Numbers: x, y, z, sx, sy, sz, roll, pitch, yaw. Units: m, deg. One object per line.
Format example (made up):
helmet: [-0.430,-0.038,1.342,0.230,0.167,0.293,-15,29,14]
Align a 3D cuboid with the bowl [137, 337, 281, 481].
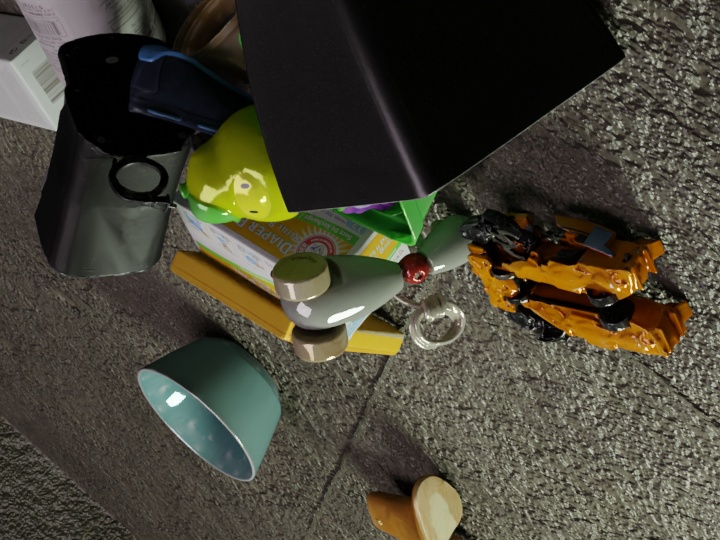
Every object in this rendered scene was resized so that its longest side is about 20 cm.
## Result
bowl: [-0.178,0.163,2.187,0.200,0.105,0.201,36,156,19]

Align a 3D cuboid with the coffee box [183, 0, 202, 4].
coffee box: [-0.159,-0.317,1.399,0.123,0.044,0.201,4,130,58]

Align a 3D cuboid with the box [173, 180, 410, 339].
box: [-0.065,-0.038,1.639,0.199,0.113,0.102,30,161,27]

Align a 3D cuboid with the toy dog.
toy dog: [0.000,0.000,1.507,0.096,0.199,0.133,43,130,48]

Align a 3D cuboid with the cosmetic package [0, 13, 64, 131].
cosmetic package: [-0.390,-0.226,1.914,0.199,0.071,0.102,16,145,47]

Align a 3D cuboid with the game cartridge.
game cartridge: [-0.073,0.035,1.748,0.176,0.033,0.199,30,-168,30]

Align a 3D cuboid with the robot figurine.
robot figurine: [0.170,0.006,1.409,0.199,0.058,0.146,16,144,47]

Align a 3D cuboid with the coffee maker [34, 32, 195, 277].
coffee maker: [-0.230,-0.082,1.554,0.133,0.193,0.201,13,140,-8]

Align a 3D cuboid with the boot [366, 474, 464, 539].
boot: [0.059,0.293,2.061,0.143,0.071,0.202,20,153,38]

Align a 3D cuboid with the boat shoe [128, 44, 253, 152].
boat shoe: [-0.125,-0.123,1.461,0.199,0.069,0.084,29,171,-36]

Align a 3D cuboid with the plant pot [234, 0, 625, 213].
plant pot: [0.026,-0.170,1.194,0.199,0.199,0.178,-1,121,59]

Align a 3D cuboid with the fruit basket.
fruit basket: [-0.040,-0.101,1.391,0.155,0.216,0.216,24,151,37]

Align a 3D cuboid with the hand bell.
hand bell: [-0.057,-0.161,1.491,0.200,0.105,0.104,41,160,-26]

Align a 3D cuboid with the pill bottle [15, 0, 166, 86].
pill bottle: [-0.248,-0.230,1.618,0.114,0.114,0.201,24,150,38]
